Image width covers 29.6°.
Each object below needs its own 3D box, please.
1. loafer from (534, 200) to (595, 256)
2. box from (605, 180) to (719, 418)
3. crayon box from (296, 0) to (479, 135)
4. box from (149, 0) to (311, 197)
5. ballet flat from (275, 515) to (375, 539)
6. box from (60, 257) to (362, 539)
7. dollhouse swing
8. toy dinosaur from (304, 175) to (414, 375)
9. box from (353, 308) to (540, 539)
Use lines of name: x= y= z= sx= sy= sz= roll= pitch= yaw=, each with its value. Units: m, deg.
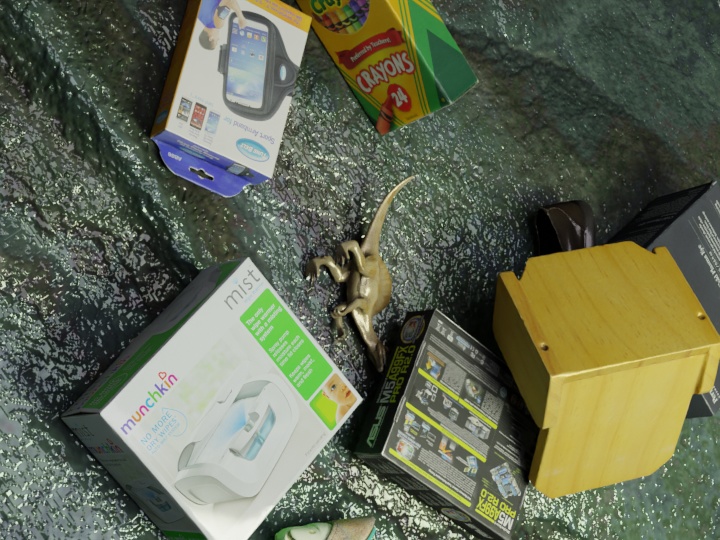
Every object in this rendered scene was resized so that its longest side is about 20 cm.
loafer: x=0.213 y=0.019 z=1.477 sx=0.071 sy=0.073 sz=0.202 roll=8 pitch=69 yaw=-26
box: x=0.366 y=0.036 z=1.547 sx=0.182 sy=0.104 sz=0.201 roll=-37 pitch=102 yaw=-33
crayon box: x=0.016 y=-0.243 z=1.355 sx=0.051 sy=0.127 sz=0.201 roll=-40 pitch=102 yaw=-32
box: x=-0.124 y=-0.175 z=1.301 sx=0.118 sy=0.041 sz=0.202 roll=23 pitch=67 yaw=-28
ballet flat: x=-0.063 y=0.277 z=1.243 sx=0.067 sy=0.068 sz=0.200 roll=50 pitch=57 yaw=-7
box: x=-0.130 y=0.121 z=1.210 sx=0.200 sy=0.096 sz=0.177 roll=-47 pitch=109 yaw=-29
dollhouse swing: x=0.237 y=0.102 z=1.406 sx=0.198 sy=0.177 sz=0.183 roll=-10 pitch=55 yaw=-21
toy dinosaur: x=0.000 y=0.000 z=1.353 sx=0.101 sy=0.058 sz=0.202 roll=9 pitch=83 yaw=-47
box: x=0.098 y=0.157 z=1.368 sx=0.200 sy=0.044 sz=0.161 roll=37 pitch=63 yaw=-32
